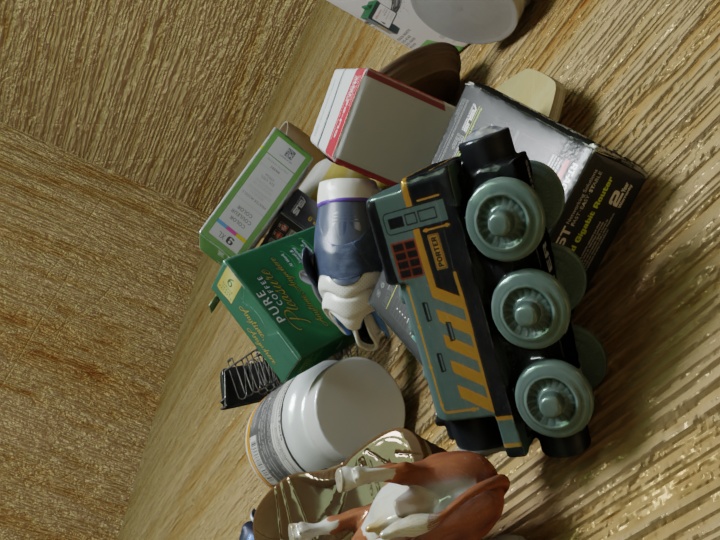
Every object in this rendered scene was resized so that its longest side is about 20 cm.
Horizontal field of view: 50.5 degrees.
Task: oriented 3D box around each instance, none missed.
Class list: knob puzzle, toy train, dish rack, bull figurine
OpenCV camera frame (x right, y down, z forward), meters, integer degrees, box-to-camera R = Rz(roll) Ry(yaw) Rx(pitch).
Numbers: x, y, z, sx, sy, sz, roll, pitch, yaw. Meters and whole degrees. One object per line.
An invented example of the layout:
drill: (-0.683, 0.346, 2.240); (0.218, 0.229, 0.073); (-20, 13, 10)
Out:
knob puzzle: (0.129, -0.087, 0.680); (0.219, 0.030, 0.225); (-160, 89, -77)
toy train: (0.078, 0.020, 0.465); (0.112, 0.205, 0.085); (-12, 12, 29)
dish rack: (-0.073, 0.107, 0.885); (0.199, 0.150, 0.056); (-35, 69, 56)
bull figurine: (0.023, 0.175, 0.510); (0.202, 0.118, 0.066); (116, 144, -48)

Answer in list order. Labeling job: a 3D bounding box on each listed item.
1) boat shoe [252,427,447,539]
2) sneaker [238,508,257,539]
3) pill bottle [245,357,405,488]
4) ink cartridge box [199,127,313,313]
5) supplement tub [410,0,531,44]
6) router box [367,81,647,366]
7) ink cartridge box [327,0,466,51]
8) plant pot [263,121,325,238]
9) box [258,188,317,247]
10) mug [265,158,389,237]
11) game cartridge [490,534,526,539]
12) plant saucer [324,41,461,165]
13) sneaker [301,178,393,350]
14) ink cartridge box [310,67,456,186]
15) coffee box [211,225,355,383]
boat shoe: (-0.007, 0.193, 0.639); (0.199, 0.071, 0.073); (-37, 56, 26)
sneaker: (-0.054, 0.273, 0.688); (0.072, 0.106, 0.199); (-70, 17, -9)
pill bottle: (-0.039, 0.159, 0.773); (0.200, 0.114, 0.119); (-39, 32, 57)
ink cartridge box: (-0.136, -0.055, 0.872); (0.202, 0.059, 0.104); (-57, 6, -12)
supplement tub: (0.136, -0.366, 0.820); (0.144, 0.141, 0.205); (-20, 50, 68)
router box: (0.097, -0.018, 0.567); (0.150, 0.061, 0.204); (48, 118, 51)
ink cartridge box: (0.060, -0.361, 0.956); (0.146, 0.196, 0.086); (-20, 48, 68)
plant pot: (-0.109, -0.138, 1.335); (0.202, 0.132, 0.203); (-56, 21, 34)
box: (-0.062, 0.016, 0.942); (0.200, 0.157, 0.049); (-47, 8, 48)
mug: (-0.016, -0.065, 1.006); (0.151, 0.181, 0.156); (80, -155, -49)
game cartridge: (0.054, 0.277, 0.470); (0.202, 0.040, 0.135); (-59, 23, 30)
plant saucer: (0.043, -0.186, 0.905); (0.197, 0.030, 0.201); (-33, -14, -9)
sneaker: (0.000, 0.000, 0.729); (0.200, 0.078, 0.151); (20, -113, -81)
ink cartridge box: (0.037, -0.127, 0.733); (0.200, 0.141, 0.086); (-126, 58, -73)
coffee box: (-0.040, 0.019, 0.766); (0.198, 0.123, 0.044); (-26, -20, -49)
